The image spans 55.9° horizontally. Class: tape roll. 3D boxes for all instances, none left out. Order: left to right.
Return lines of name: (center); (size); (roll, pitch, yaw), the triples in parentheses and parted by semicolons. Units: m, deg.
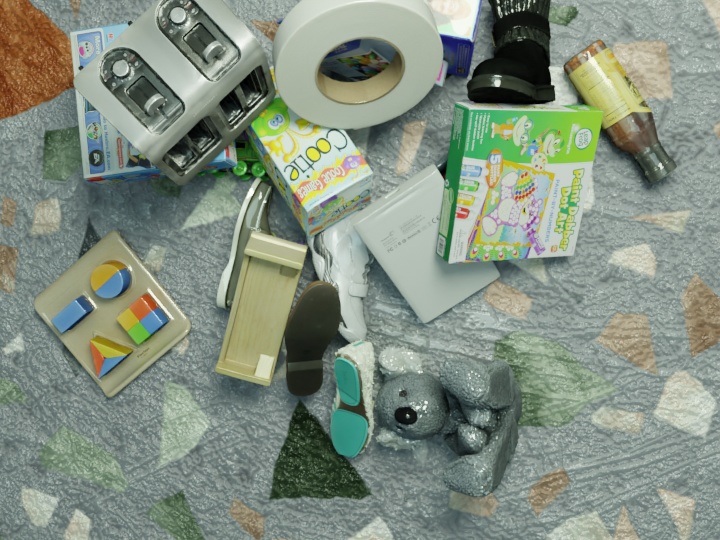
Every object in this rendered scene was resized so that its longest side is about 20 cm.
tape roll: (-0.003, -0.244, 0.793); (0.201, 0.203, 0.037); (-16, 61, 9)

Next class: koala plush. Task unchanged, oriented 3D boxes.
koala plush: (0.110, 0.194, 0.949); (0.199, 0.183, 0.179); (0, 96, 29)

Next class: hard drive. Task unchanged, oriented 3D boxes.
hard drive: (0.092, -0.030, 0.927); (0.131, 0.027, 0.200); (-33, 122, 8)

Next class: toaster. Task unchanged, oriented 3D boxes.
toaster: (-0.205, -0.208, 0.786); (0.181, 0.200, 0.119); (-44, 88, -5)

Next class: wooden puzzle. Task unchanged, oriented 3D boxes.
wooden puzzle: (-0.388, 0.069, 1.042); (0.185, 0.046, 0.200); (-38, 89, 9)

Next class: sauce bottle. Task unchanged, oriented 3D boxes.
sauce bottle: (0.351, -0.211, 0.912); (0.066, 0.066, 0.201); (-34, 92, 9)

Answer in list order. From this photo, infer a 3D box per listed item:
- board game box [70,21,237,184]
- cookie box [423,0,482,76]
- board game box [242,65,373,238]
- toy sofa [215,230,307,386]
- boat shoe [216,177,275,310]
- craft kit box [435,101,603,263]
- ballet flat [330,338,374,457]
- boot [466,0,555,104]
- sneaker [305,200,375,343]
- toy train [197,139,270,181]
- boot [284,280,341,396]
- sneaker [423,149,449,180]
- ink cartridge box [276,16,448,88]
board game box: (-0.275, -0.227, 0.908); (0.194, 0.056, 0.202); (-6, 88, 5)
cookie box: (0.053, -0.325, 0.886); (0.198, 0.171, 0.076); (12, 93, 6)
board game box: (-0.080, -0.165, 0.917); (0.104, 0.103, 0.201); (-31, 77, -11)
toy sofa: (-0.138, 0.050, 0.955); (0.082, 0.098, 0.201); (15, 111, -5)
boat shoe: (-0.156, -0.033, 0.991); (0.060, 0.072, 0.203); (18, 103, 4)
craft kit box: (0.204, -0.112, 0.882); (0.196, 0.049, 0.202); (-6, 114, -22)
ballet flat: (-0.002, 0.184, 0.983); (0.071, 0.072, 0.201); (8, 124, 7)
boot: (0.190, -0.293, 0.862); (0.079, 0.211, 0.159); (1, 100, 29)
sneaker: (0.000, 0.000, 0.969); (0.114, 0.075, 0.201); (-18, 90, 11)
toy train: (-0.162, -0.162, 0.996); (0.198, 0.042, 0.057); (5, 85, 7)
boot: (-0.076, 0.082, 0.950); (0.073, 0.076, 0.201); (3, 129, -15)
sneaker: (0.165, -0.144, 0.912); (0.199, 0.096, 0.080); (-35, 54, 9)
ink cartridge box: (0.000, -0.278, 0.871); (0.199, 0.119, 0.042); (15, 88, -37)
